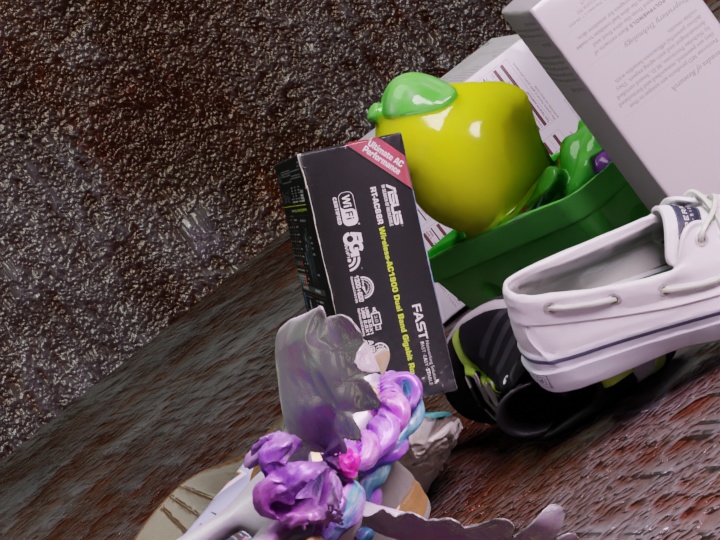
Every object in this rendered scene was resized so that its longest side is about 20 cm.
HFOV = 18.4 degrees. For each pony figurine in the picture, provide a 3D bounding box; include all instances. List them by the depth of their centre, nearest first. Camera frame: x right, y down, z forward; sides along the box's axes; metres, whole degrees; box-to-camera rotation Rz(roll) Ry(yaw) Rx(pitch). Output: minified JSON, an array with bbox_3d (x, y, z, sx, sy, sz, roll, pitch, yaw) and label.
[{"bbox_3d":[-0.021,0.108,1.034,0.200,0.167,0.193,-46,17,-18],"label":"pony figurine"}]

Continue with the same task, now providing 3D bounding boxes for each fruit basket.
[{"bbox_3d":[0.106,-0.061,1.400,0.155,0.216,0.216,-39,7,-30],"label":"fruit basket"}]

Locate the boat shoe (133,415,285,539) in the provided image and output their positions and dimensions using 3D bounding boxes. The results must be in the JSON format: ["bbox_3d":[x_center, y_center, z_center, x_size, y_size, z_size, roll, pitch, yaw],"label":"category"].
[{"bbox_3d":[-0.062,0.152,1.424,0.200,0.065,0.072,-39,43,-24],"label":"boat shoe"}]

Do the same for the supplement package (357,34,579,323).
[{"bbox_3d":[0.088,-0.078,1.827,0.200,0.147,0.191,-38,7,-3],"label":"supplement package"}]

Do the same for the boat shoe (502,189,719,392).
[{"bbox_3d":[0.168,-0.005,1.119,0.200,0.067,0.074,-27,31,2],"label":"boat shoe"}]

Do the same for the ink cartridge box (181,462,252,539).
[{"bbox_3d":[-0.086,0.178,1.278,0.119,0.042,0.200,-64,-10,28],"label":"ink cartridge box"}]

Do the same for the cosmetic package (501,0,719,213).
[{"bbox_3d":[0.174,-0.089,1.243,0.085,0.200,0.108,-39,9,-1],"label":"cosmetic package"}]

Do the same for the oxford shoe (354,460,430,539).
[{"bbox_3d":[-0.027,0.167,1.191,0.200,0.058,0.075,-51,6,38],"label":"oxford shoe"}]

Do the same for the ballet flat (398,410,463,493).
[{"bbox_3d":[0.019,0.108,1.316,0.072,0.072,0.200,-38,5,-6],"label":"ballet flat"}]

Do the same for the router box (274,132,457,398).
[{"bbox_3d":[0.000,0.000,1.326,0.062,0.150,0.200,-12,3,-6],"label":"router box"}]

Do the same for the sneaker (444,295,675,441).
[{"bbox_3d":[0.090,0.057,1.236,0.083,0.072,0.200,-43,9,-32],"label":"sneaker"}]
